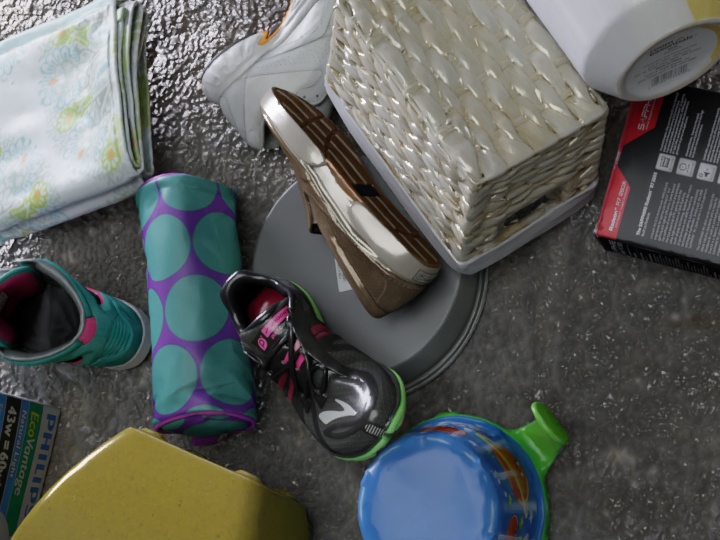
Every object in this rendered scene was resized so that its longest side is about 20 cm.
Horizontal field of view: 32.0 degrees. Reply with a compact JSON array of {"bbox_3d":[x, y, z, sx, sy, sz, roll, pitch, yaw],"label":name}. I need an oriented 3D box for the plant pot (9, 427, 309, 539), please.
[{"bbox_3d":[-0.139,0.230,0.896,0.193,0.194,0.203,18,77,21],"label":"plant pot"}]

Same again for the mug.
[{"bbox_3d":[0.187,-0.210,0.827,0.187,0.148,0.155,-44,58,42],"label":"mug"}]

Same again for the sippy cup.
[{"bbox_3d":[0.058,0.165,0.868,0.138,0.130,0.181,16,85,18],"label":"sippy cup"}]

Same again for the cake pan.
[{"bbox_3d":[0.000,0.000,0.978,0.197,0.037,0.204,-4,77,17],"label":"cake pan"}]

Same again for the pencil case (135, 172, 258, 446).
[{"bbox_3d":[-0.129,0.029,0.987,0.084,0.092,0.203,-2,71,-16],"label":"pencil case"}]

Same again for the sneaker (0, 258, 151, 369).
[{"bbox_3d":[-0.279,0.033,1.016,0.197,0.121,0.085,9,81,20],"label":"sneaker"}]

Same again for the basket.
[{"bbox_3d":[0.076,-0.125,0.915,0.134,0.124,0.201,-29,69,-15],"label":"basket"}]

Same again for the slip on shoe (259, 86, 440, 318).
[{"bbox_3d":[-0.021,-0.053,0.943,0.061,0.076,0.201,-47,72,21],"label":"slip on shoe"}]

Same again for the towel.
[{"bbox_3d":[-0.260,-0.127,1.065,0.198,0.048,0.174,-17,67,28],"label":"towel"}]

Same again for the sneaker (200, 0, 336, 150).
[{"bbox_3d":[-0.030,-0.174,1.016,0.199,0.076,0.093,-38,77,15],"label":"sneaker"}]

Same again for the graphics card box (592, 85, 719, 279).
[{"bbox_3d":[0.279,-0.054,0.892,0.197,0.051,0.127,15,82,21],"label":"graphics card box"}]

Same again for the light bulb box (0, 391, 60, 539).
[{"bbox_3d":[-0.347,0.181,0.962,0.123,0.200,0.202,7,80,17],"label":"light bulb box"}]

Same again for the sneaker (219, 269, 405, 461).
[{"bbox_3d":[-0.042,0.064,0.883,0.077,0.083,0.200,-55,45,3],"label":"sneaker"}]
